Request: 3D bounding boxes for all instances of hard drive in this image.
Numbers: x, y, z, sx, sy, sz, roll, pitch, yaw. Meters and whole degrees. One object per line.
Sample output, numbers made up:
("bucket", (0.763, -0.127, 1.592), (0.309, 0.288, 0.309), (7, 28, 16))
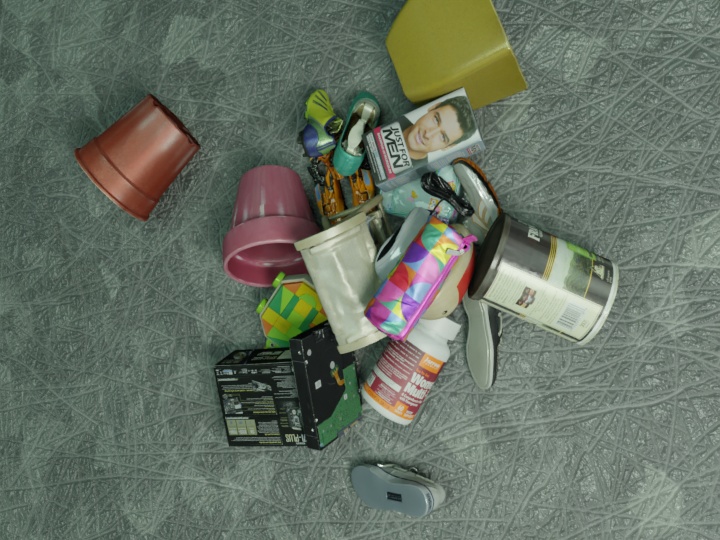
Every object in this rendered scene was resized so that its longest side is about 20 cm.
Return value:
("hard drive", (-0.058, 0.198, 1.127), (0.037, 0.138, 0.206), (-1, 104, 38))

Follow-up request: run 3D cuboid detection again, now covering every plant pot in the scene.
("plant pot", (0.160, -0.390, 1.113), (0.196, 0.194, 0.199), (-24, 77, 21))
("plant pot", (-0.168, -0.090, 1.204), (0.195, 0.200, 0.184), (-16, 64, 17))
("plant pot", (-0.455, -0.246, 1.317), (0.195, 0.201, 0.201), (-43, 73, 2))

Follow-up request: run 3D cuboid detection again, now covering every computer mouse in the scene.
("computer mouse", (0.100, -0.059, 1.022), (0.109, 0.044, 0.202), (40, 78, -22))

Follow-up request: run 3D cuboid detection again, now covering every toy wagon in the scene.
("toy wagon", (-0.129, 0.103, 1.208), (0.154, 0.040, 0.202), (35, 115, -4))

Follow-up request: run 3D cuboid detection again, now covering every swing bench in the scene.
("swing bench", (0.000, 0.000, 1.089), (0.127, 0.200, 0.203), (-18, 103, 16))

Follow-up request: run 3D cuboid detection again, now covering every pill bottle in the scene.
("pill bottle", (0.093, 0.161, 1.121), (0.108, 0.109, 0.203), (32, 96, 19))

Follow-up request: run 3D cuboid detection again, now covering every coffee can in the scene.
("coffee can", (0.291, 0.014, 1.016), (0.196, 0.146, 0.150), (23, 92, 0))

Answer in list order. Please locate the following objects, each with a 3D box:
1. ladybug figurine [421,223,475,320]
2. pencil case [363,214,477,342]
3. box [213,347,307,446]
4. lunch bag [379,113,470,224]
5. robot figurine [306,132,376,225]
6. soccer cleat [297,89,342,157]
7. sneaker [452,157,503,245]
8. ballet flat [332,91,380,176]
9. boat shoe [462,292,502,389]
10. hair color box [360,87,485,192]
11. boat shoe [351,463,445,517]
("ladybug figurine", (0.141, 0.005, 1.061), (0.134, 0.072, 0.203), (-24, 31, 48))
("pencil case", (0.088, 0.012, 0.955), (0.088, 0.088, 0.202), (36, 94, 18))
("box", (-0.162, 0.240, 1.192), (0.194, 0.086, 0.169), (-6, 101, 19))
("lunch bag", (0.118, -0.183, 1.160), (0.156, 0.077, 0.206), (12, 89, 19))
("robot figurine", (-0.033, -0.178, 1.222), (0.141, 0.058, 0.206), (-15, 80, 15))
("soccer cleat", (-0.069, -0.285, 1.205), (0.081, 0.066, 0.203), (-10, 42, 14))
("sneaker", (0.203, -0.097, 1.096), (0.091, 0.076, 0.202), (-29, 103, 22))
("ballet flat", (0.003, -0.270, 1.176), (0.066, 0.070, 0.204), (23, 63, -10))
("boat shoe", (0.222, 0.103, 1.107), (0.073, 0.059, 0.206), (-21, 73, 60))
("hair color box", (0.109, -0.225, 1.095), (0.196, 0.060, 0.102), (-21, 78, 16))
("boat shoe", (0.072, 0.385, 1.129), (0.199, 0.085, 0.077), (-8, 86, 48))
